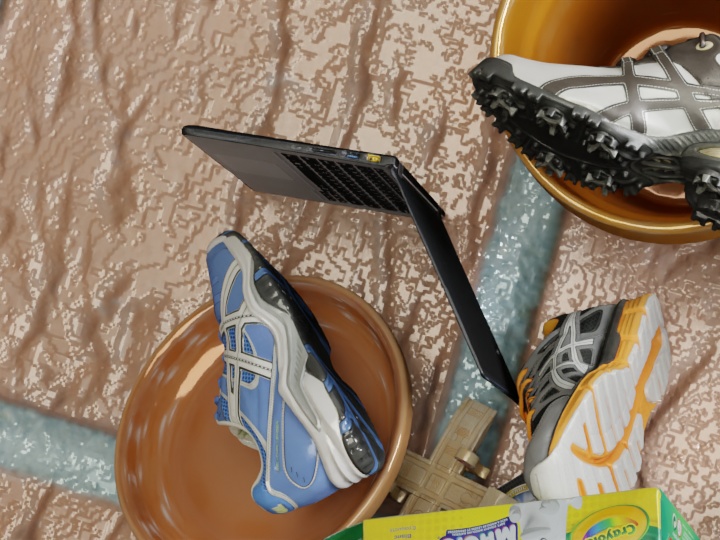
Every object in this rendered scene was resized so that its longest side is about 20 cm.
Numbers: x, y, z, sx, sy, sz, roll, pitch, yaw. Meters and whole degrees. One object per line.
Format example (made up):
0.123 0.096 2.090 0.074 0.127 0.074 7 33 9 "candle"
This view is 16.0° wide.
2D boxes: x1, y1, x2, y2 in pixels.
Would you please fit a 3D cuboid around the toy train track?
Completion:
0.008 0.110 1.557 0.199 0.033 0.115 23 77 28 "toy train track"

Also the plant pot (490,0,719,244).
0.185 -0.107 1.503 0.198 0.183 0.202 -1 82 10 "plant pot"

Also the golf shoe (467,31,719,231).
0.159 -0.088 1.383 0.199 0.078 0.095 21 69 11 "golf shoe"

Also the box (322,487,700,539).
0.087 0.169 1.450 0.199 0.117 0.049 -7 66 20 "box"

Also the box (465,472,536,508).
0.077 0.226 1.521 0.199 0.044 0.161 -31 59 5 "box"

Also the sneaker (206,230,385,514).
-0.059 0.056 1.511 0.077 0.076 0.201 -35 48 9 "sneaker"

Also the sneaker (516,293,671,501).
0.125 0.081 1.500 0.077 0.200 0.079 -3 113 22 "sneaker"

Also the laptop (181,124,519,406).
0.000 0.000 1.520 0.198 0.187 0.117 9 83 12 "laptop"

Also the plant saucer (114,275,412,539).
-0.056 0.100 1.556 0.199 0.037 0.201 -13 58 22 "plant saucer"
